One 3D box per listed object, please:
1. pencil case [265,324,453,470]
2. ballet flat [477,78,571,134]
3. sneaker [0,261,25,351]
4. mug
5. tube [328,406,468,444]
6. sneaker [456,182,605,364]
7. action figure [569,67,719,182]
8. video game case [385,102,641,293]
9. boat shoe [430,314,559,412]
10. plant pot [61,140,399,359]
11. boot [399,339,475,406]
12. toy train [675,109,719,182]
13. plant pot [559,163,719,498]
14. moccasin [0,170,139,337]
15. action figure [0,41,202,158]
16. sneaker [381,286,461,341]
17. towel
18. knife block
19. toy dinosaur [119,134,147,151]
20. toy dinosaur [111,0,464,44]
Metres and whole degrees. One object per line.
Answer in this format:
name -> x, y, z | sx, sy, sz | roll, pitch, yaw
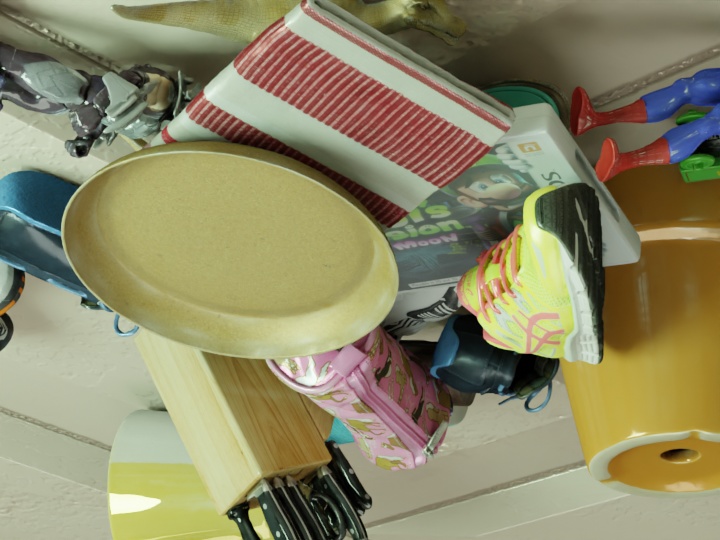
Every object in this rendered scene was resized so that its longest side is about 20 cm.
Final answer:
pencil case -> 0.001, 0.072, 1.300 | 0.086, 0.083, 0.200 | 3, 159, 22
ballet flat -> 0.069, -0.072, 1.209 | 0.200, 0.068, 0.067 | -19, 167, 42
sneaker -> -0.288, 0.024, 1.403 | 0.200, 0.078, 0.112 | -9, 158, 42
mug -> -0.116, 0.207, 1.613 | 0.153, 0.187, 0.149 | -4, 162, 15
tube -> 0.000, 0.122, 1.607 | 0.200, 0.050, 0.077 | -16, 137, 40
sneaker -> 0.101, 0.009, 1.146 | 0.090, 0.078, 0.200 | 2, 156, 8
action figure -> 0.226, -0.116, 1.076 | 0.200, 0.065, 0.099 | -13, 145, -16
video game case -> 0.050, -0.037, 1.168 | 0.200, 0.023, 0.182 | -8, 153, 23
boat shoe -> 0.111, 0.070, 1.382 | 0.069, 0.084, 0.200 | 20, -166, 20
plant pot -> -0.075, -0.014, 1.120 | 0.200, 0.028, 0.200 | 7, 144, 5
boot -> 0.011, 0.093, 1.499 | 0.200, 0.064, 0.186 | -3, 165, 13
toy train -> 0.291, -0.086, 1.186 | 0.200, 0.042, 0.056 | -7, 162, 15
plant pot -> 0.214, 0.048, 1.294 | 0.200, 0.183, 0.200 | 1, 153, 0
moccasin -> -0.175, -0.008, 1.328 | 0.200, 0.081, 0.068 | 30, 129, -24
action figure -> -0.173, -0.104, 1.126 | 0.200, 0.069, 0.130 | 13, 166, -10
sneaker -> 0.000, 0.000, 1.325 | 0.115, 0.075, 0.200 | 9, 156, -22
towel -> -0.026, -0.071, 1.071 | 0.144, 0.023, 0.200 | 27, 141, -24
knife block -> -0.083, 0.131, 1.362 | 0.200, 0.176, 0.064 | 32, 131, -14
toy dinosaur -> -0.106, -0.042, 1.241 | 0.058, 0.200, 0.101 | -35, -178, 8
toy dinosaur -> -0.046, -0.135, 1.085 | 0.200, 0.058, 0.101 | -1, 138, -13
